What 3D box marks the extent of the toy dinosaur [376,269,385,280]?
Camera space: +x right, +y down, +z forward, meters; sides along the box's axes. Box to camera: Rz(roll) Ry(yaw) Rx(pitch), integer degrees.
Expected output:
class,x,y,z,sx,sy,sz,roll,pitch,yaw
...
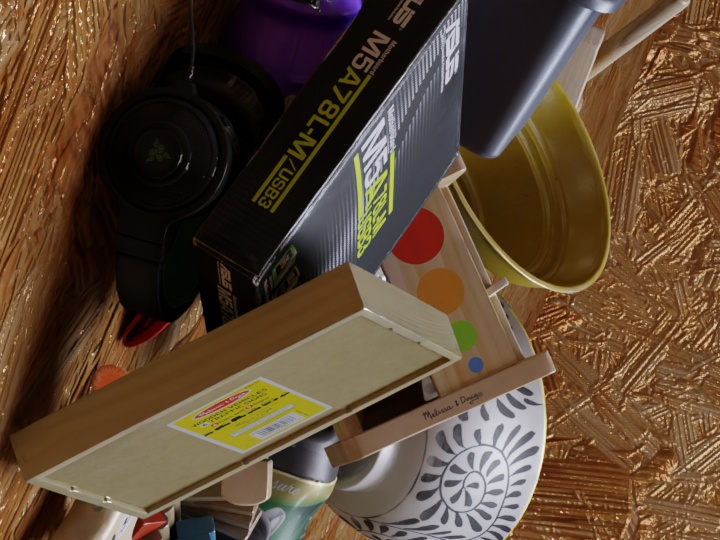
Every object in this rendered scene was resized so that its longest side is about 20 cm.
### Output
class,x,y,z,sx,sy,sz,roll,pitch,yaw
toy dinosaur,0.000,0.000,1.855,0.102,0.077,0.200,81,29,-44

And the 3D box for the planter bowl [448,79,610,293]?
class,x,y,z,sx,sy,sz,roll,pitch,yaw
planter bowl,0.076,-0.063,1.991,0.083,0.201,0.200,-26,-163,32

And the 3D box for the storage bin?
class,x,y,z,sx,sy,sz,roll,pitch,yaw
storage bin,0.044,-0.159,1.671,0.134,0.200,0.146,-63,174,23

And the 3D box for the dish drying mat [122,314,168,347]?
class,x,y,z,sx,sy,sz,roll,pitch,yaw
dish drying mat,-0.082,-0.012,1.715,0.077,0.018,0.200,-50,-179,23

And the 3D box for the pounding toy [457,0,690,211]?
class,x,y,z,sx,sy,sz,roll,pitch,yaw
pounding toy,0.114,-0.126,2.132,0.184,0.142,0.200,180,-69,-80

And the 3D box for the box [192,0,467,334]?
class,x,y,z,sx,sy,sz,roll,pitch,yaw
box,-0.013,-0.040,1.541,0.193,0.047,0.200,-52,166,-19

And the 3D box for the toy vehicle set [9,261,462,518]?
class,x,y,z,sx,sy,sz,roll,pitch,yaw
toy vehicle set,-0.061,0.064,1.504,0.124,0.200,0.027,30,36,-62

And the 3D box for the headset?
class,x,y,z,sx,sy,sz,roll,pitch,yaw
headset,-0.070,-0.066,1.471,0.124,0.094,0.200,-54,157,-60

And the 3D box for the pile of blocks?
class,x,y,z,sx,sy,sz,roll,pitch,yaw
pile of blocks,-0.106,0.138,1.755,0.062,0.082,0.200,93,20,-60

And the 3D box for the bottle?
class,x,y,z,sx,sy,sz,roll,pitch,yaw
bottle,-0.043,-0.105,1.600,0.084,0.065,0.200,-120,-139,-58

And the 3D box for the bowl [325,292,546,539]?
class,x,y,z,sx,sy,sz,roll,pitch,yaw
bowl,0.018,0.096,1.951,0.094,0.201,0.201,0,115,-44

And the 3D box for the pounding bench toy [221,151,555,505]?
class,x,y,z,sx,sy,sz,roll,pitch,yaw
pounding bench toy,-0.017,0.031,1.731,0.200,0.156,0.124,-24,178,-9

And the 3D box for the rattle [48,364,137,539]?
class,x,y,z,sx,sy,sz,roll,pitch,yaw
rattle,-0.116,0.172,1.616,0.130,0.143,0.200,5,113,-62

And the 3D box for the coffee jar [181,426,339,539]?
class,x,y,z,sx,sy,sz,roll,pitch,yaw
coffee jar,-0.083,0.172,1.899,0.085,0.104,0.200,-51,161,-83
